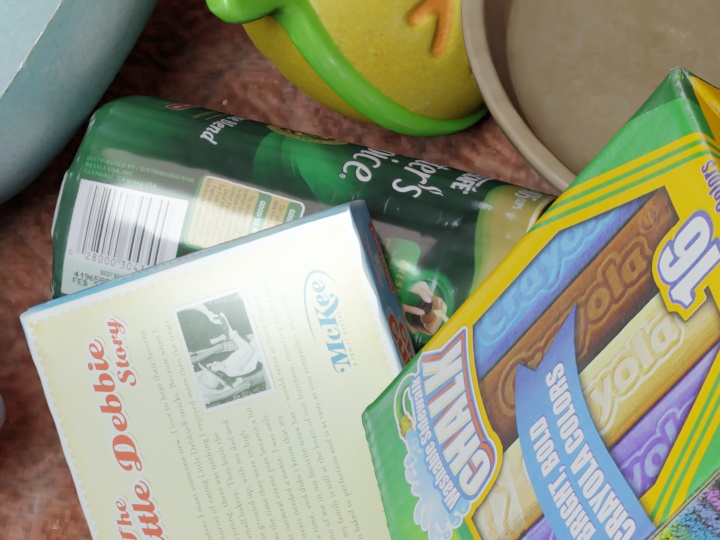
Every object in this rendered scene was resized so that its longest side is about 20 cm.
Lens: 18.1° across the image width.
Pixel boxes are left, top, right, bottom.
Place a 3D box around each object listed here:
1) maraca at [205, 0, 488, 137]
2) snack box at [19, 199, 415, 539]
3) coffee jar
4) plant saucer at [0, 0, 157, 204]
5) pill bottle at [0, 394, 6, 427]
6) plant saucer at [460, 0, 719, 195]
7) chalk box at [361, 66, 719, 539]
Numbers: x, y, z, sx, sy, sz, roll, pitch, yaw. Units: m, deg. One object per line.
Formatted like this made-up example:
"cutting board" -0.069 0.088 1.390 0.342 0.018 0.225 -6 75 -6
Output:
"maraca" -0.004 -0.121 0.815 0.107 0.200 0.137 -20 66 33
"snack box" -0.024 0.090 0.732 0.116 0.037 0.200 -17 91 11
"coffee jar" 0.000 0.000 0.792 0.200 0.104 0.086 15 95 11
"plant saucer" -0.113 -0.085 0.820 0.039 0.201 0.201 33 68 -17
"pill bottle" -0.226 0.079 0.757 0.111 0.111 0.200 39 74 20
"plant saucer" 0.132 -0.077 0.774 0.200 0.029 0.200 2 56 -4
"chalk box" 0.088 0.068 0.652 0.125 0.200 0.124 22 35 -31
